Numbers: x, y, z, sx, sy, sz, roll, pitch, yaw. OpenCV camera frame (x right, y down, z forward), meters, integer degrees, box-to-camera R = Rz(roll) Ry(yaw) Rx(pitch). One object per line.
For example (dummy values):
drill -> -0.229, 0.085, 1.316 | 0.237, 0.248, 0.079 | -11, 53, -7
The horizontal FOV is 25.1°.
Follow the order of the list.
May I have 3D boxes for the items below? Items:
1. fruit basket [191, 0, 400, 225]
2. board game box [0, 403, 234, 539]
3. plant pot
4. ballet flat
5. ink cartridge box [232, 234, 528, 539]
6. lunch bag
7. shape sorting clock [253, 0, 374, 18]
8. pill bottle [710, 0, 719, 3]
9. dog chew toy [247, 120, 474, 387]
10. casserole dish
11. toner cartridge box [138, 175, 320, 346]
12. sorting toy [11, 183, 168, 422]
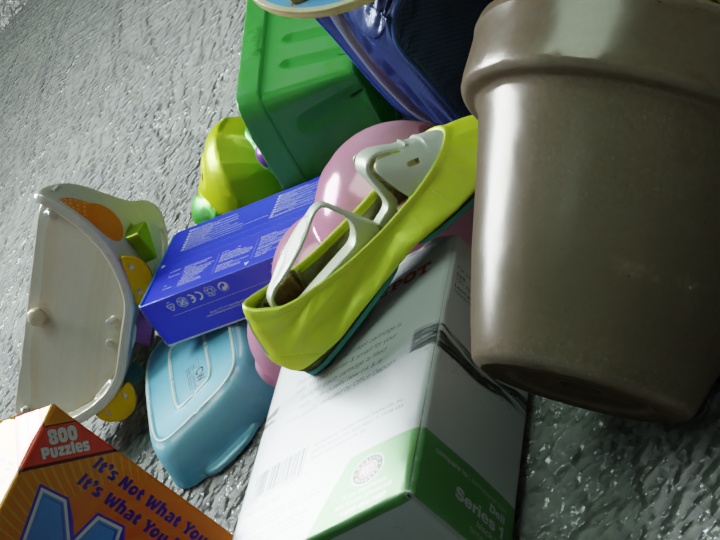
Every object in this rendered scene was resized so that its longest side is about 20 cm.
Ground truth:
fruit basket -> -0.070, -0.115, 1.310 | 0.215, 0.156, 0.216 | -22, 32, 14
board game box -> -0.193, 0.228, 0.931 | 0.199, 0.200, 0.201 | -19, 38, 48
plant pot -> 0.132, -0.022, 0.797 | 0.200, 0.199, 0.176 | -2, 70, 58
ballet flat -> 0.009, -0.029, 0.924 | 0.200, 0.067, 0.067 | -48, 22, -1
ink cartridge box -> 0.016, 0.096, 0.908 | 0.146, 0.084, 0.201 | -31, 28, 34
lunch bag -> 0.064, -0.176, 1.099 | 0.136, 0.200, 0.132 | -50, 42, -6
shape sorting clock -> 0.005, -0.239, 1.016 | 0.199, 0.039, 0.201 | -22, 41, 20
pill bottle -> 0.196, -0.176, 0.962 | 0.200, 0.114, 0.115 | -29, 31, 39
dog chew toy -> 0.000, 0.000, 1.043 | 0.200, 0.124, 0.125 | -48, 23, 23
casserole dish -> -0.117, 0.080, 1.217 | 0.121, 0.039, 0.200 | -45, 25, 11
toner cartridge box -> -0.064, -0.015, 1.200 | 0.199, 0.043, 0.095 | -20, 30, 28
sorting toy -> -0.202, 0.023, 1.332 | 0.180, 0.106, 0.201 | -54, -24, -71
